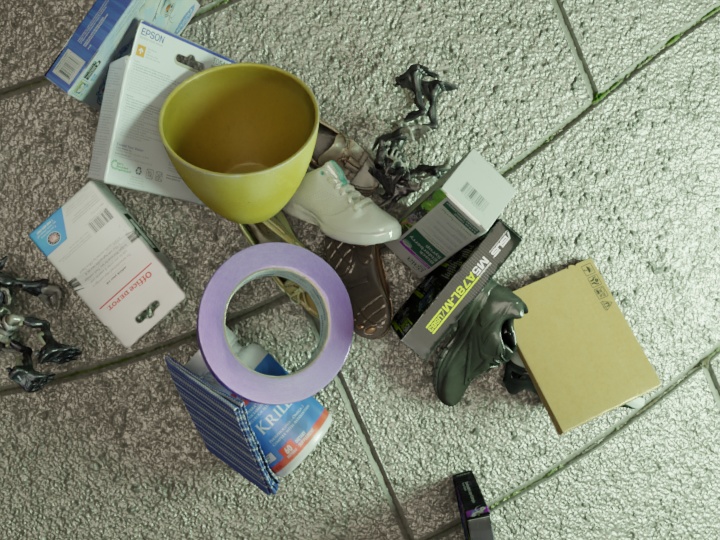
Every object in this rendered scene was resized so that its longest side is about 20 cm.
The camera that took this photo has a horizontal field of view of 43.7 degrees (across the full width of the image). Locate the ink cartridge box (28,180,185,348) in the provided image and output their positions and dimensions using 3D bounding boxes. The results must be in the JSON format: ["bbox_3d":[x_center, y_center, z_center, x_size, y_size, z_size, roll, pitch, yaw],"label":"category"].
[{"bbox_3d":[-0.336,-0.008,1.225,0.116,0.068,0.201,-39,93,0],"label":"ink cartridge box"}]

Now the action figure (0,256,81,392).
[{"bbox_3d":[-0.463,0.067,1.206,0.119,0.102,0.200,-46,68,8],"label":"action figure"}]

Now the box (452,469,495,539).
[{"bbox_3d":[0.160,0.365,1.196,0.035,0.200,0.146,-12,93,2],"label":"box"}]

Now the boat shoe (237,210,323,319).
[{"bbox_3d":[-0.099,-0.011,1.226,0.073,0.063,0.202,-34,92,23],"label":"boat shoe"}]

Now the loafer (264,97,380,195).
[{"bbox_3d":[-0.055,-0.172,1.229,0.199,0.063,0.072,36,89,-3],"label":"loafer"}]

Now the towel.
[{"bbox_3d":[-0.178,0.204,1.173,0.143,0.202,0.024,26,56,33],"label":"towel"}]

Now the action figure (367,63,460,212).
[{"bbox_3d":[0.074,-0.169,1.207,0.101,0.118,0.204,11,82,35],"label":"action figure"}]

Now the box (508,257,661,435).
[{"bbox_3d":[0.293,0.099,1.225,0.161,0.021,0.202,-21,72,-13],"label":"box"}]

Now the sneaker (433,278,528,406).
[{"bbox_3d":[0.161,0.109,1.212,0.090,0.076,0.203,29,121,19],"label":"sneaker"}]

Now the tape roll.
[{"bbox_3d":[-0.110,0.069,1.150,0.196,0.066,0.204,2,81,-13],"label":"tape roll"}]

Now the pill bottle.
[{"bbox_3d":[-0.143,0.173,1.219,0.200,0.112,0.112,43,91,-4],"label":"pill bottle"}]

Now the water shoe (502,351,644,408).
[{"bbox_3d":[0.298,0.163,1.265,0.197,0.072,0.080,20,112,3],"label":"water shoe"}]

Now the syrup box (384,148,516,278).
[{"bbox_3d":[0.110,-0.069,1.169,0.079,0.200,0.082,42,62,-4],"label":"syrup box"}]

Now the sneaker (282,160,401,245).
[{"bbox_3d":[-0.029,-0.098,1.180,0.198,0.075,0.090,24,118,32],"label":"sneaker"}]

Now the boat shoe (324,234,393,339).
[{"bbox_3d":[0.000,0.000,1.238,0.074,0.072,0.204,-13,74,14],"label":"boat shoe"}]

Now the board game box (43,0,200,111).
[{"bbox_3d":[-0.297,-0.298,1.147,0.043,0.199,0.201,36,91,2],"label":"board game box"}]

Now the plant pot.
[{"bbox_3d":[-0.149,-0.144,1.150,0.196,0.143,0.203,0,51,0],"label":"plant pot"}]

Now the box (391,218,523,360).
[{"bbox_3d":[0.119,0.018,1.177,0.047,0.200,0.194,37,90,-4],"label":"box"}]

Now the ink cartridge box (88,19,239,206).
[{"bbox_3d":[-0.249,-0.198,1.165,0.040,0.198,0.204,15,92,33],"label":"ink cartridge box"}]
